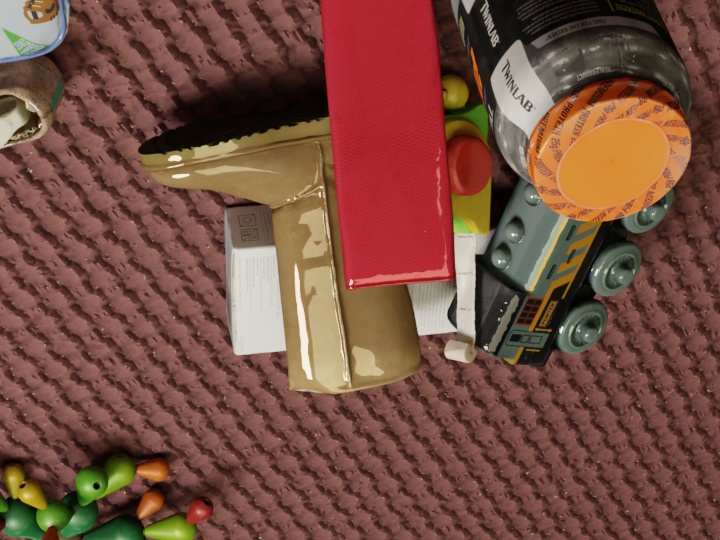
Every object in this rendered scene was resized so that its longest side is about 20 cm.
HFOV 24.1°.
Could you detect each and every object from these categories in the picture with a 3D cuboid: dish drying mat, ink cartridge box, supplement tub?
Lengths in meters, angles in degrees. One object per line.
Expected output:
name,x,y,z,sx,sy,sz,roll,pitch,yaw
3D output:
dish drying mat,0.019,-0.089,1.117,0.076,0.018,0.201,-5,103,1
ink cartridge box,0.000,0.000,1.255,0.199,0.050,0.109,-6,134,-9
supplement tub,0.131,-0.132,1.047,0.122,0.200,0.123,-6,135,-6

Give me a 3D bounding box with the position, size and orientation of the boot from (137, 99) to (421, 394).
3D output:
boot,-0.052,-0.008,1.162,0.174,0.066,0.201,-10,109,-6

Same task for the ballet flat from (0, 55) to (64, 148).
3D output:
ballet flat,-0.287,-0.086,1.090,0.199,0.067,0.068,-22,135,9

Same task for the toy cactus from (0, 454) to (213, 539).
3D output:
toy cactus,-0.236,0.220,1.398,0.199,0.103,0.165,4,143,-28

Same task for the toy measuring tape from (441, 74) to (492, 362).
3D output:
toy measuring tape,0.053,-0.035,1.167,0.073,0.074,0.201,0,95,-14

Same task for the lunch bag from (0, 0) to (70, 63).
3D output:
lunch bag,-0.255,-0.208,0.974,0.159,0.076,0.200,-7,136,-3

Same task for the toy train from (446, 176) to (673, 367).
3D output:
toy train,0.143,-0.019,1.212,0.114,0.085,0.201,5,118,-42
